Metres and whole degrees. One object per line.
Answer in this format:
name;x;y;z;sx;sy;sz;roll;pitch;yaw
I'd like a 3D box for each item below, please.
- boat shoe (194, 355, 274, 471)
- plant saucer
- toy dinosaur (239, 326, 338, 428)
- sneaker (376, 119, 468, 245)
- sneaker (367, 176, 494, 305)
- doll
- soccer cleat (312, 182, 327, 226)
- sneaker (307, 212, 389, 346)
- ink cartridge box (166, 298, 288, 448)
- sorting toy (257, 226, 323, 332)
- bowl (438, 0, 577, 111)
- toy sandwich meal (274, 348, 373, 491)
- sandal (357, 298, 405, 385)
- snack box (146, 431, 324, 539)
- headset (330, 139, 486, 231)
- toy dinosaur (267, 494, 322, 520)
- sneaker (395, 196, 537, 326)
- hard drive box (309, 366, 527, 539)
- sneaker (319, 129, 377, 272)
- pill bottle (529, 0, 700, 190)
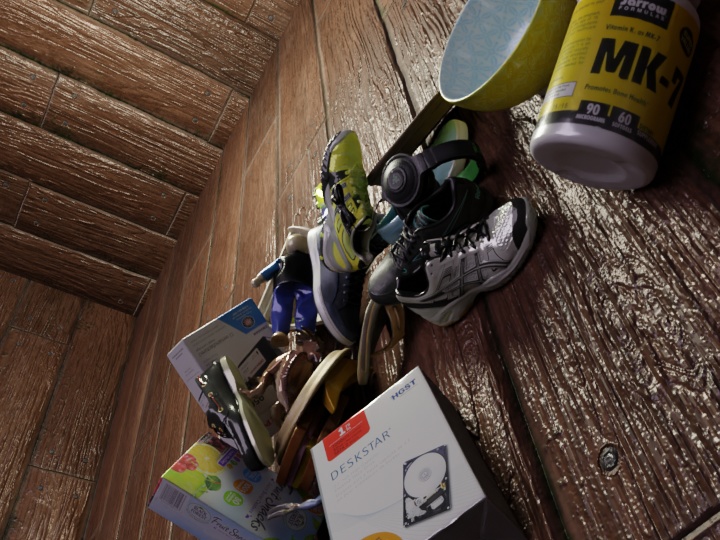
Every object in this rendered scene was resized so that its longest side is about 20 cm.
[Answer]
boat shoe;-0.173;0.203;0.958;0.063;0.074;0.202;-34;43;-5
plant saucer;0.079;-0.197;1.031;0.200;0.029;0.200;-50;2;3
toy dinosaur;-0.093;0.142;1.002;0.136;0.086;0.200;-45;-2;-2
sneaker;0.084;-0.126;0.976;0.202;0.081;0.074;-68;23;-1
sneaker;0.071;-0.040;0.866;0.200;0.079;0.076;-47;51;15
doll;-0.111;0.024;1.136;0.049;0.135;0.202;80;-170;-57
soccer cleat;-0.041;-0.123;1.316;0.083;0.065;0.201;-30;27;9
sneaker;-0.001;-0.001;1.061;0.145;0.077;0.204;-25;67;30
ink cartridge box;-0.184;0.170;1.108;0.144;0.201;0.084;-33;-2;-39
sorting toy;-0.077;0.030;1.194;0.179;0.107;0.202;-3;60;51
bowl;0.192;-0.266;0.825;0.200;0.107;0.201;-49;28;37
toy sandwich meal;-0.049;0.201;0.963;0.206;0.070;0.205;-57;-11;-17
sandal;0.040;0.060;0.937;0.081;0.054;0.201;87;-157;-56
snack box;-0.151;0.303;0.901;0.053;0.199;0.142;-61;-5;15
headset;0.060;-0.113;0.897;0.199;0.123;0.095;-28;69;10
toy dinosaur;-0.003;0.294;0.839;0.199;0.106;0.182;-27;21;7
sneaker;0.114;-0.013;0.793;0.200;0.087;0.076;-50;26;33
hard drive box;0.045;0.215;0.682;0.155;0.077;0.200;-39;27;6
sneaker;-0.009;-0.097;0.989;0.076;0.075;0.202;6;101;38
pill bottle;0.237;-0.186;0.636;0.114;0.113;0.202;4;73;67
